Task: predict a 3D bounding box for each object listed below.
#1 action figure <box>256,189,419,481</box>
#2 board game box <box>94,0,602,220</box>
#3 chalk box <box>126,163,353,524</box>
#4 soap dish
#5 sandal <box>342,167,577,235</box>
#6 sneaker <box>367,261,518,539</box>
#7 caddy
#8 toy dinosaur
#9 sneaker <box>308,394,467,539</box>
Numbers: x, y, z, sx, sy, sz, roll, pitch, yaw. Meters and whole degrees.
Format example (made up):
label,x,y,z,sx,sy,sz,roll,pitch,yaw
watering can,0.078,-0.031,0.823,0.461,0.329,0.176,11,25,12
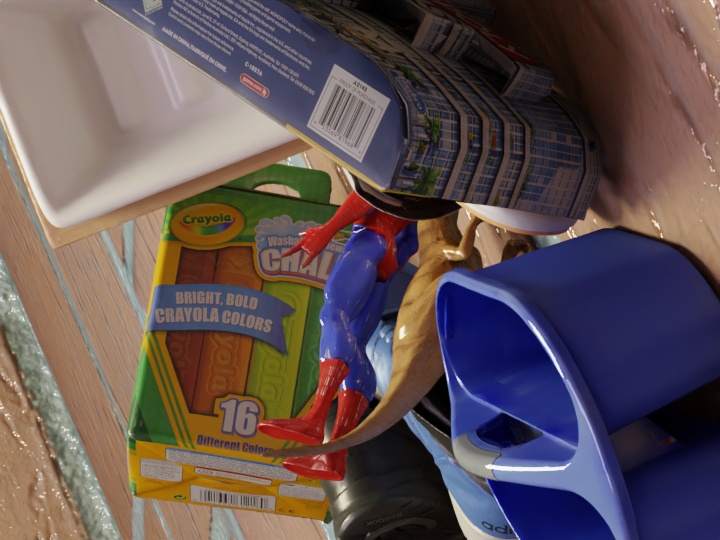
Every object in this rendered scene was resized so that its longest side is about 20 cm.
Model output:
label,x,y,z,sx,sy,sz,roll,pitch,yaw
action figure,0.000,0.000,1.455,0.051,0.201,0.065,9,153,29
board game box,0.010,-0.096,1.281,0.200,0.199,0.062,35,107,32
chalk box,-0.058,0.027,1.709,0.124,0.124,0.201,102,176,-71
soap dish,-0.103,-0.121,1.618,0.158,0.199,0.081,68,-164,-3
sandal,0.030,-0.046,1.379,0.207,0.079,0.060,48,129,55
sneaker,0.042,0.040,1.500,0.112,0.076,0.200,86,161,-51
caddy,0.090,0.062,1.261,0.200,0.105,0.142,-159,48,-73
toy dinosaur,0.037,0.032,1.400,0.061,0.106,0.201,76,-153,-47
sneaker,0.025,0.109,1.613,0.091,0.076,0.200,67,-172,17
